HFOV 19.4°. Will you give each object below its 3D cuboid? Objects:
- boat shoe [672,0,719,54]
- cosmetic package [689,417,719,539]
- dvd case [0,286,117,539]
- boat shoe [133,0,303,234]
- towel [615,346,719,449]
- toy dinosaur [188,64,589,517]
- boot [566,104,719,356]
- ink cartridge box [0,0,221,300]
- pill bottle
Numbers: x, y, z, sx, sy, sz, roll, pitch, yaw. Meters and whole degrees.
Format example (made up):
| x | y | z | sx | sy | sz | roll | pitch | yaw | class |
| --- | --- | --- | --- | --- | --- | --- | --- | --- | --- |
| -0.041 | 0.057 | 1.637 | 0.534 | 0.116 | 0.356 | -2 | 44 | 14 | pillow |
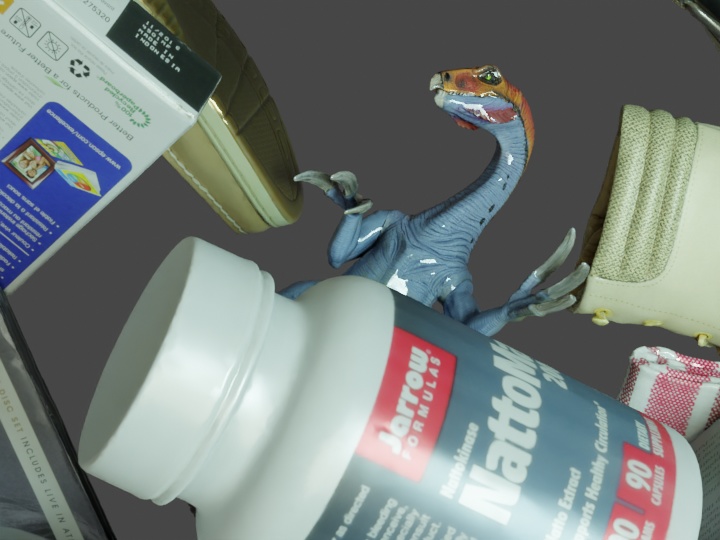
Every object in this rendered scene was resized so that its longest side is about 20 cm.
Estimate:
| x | y | z | sx | sy | sz | roll | pitch | yaw | class |
| --- | --- | --- | --- | --- | --- | --- | --- | --- | --- |
| 0.138 | -0.142 | 0.835 | 0.200 | 0.073 | 0.075 | 42 | 97 | -14 | boat shoe |
| 0.137 | 0.139 | 0.767 | 0.071 | 0.200 | 0.101 | 38 | 121 | -9 | cosmetic package |
| -0.212 | 0.102 | 0.877 | 0.200 | 0.016 | 0.149 | -19 | 107 | 10 | dvd case |
| -0.097 | -0.091 | 0.833 | 0.066 | 0.074 | 0.200 | -30 | 106 | 18 | boat shoe |
| 0.193 | 0.114 | 0.874 | 0.200 | 0.030 | 0.147 | 14 | 120 | 5 | towel |
| 0.000 | 0.000 | 0.869 | 0.105 | 0.200 | 0.182 | 46 | 60 | -10 | toy dinosaur |
| 0.162 | 0.031 | 0.886 | 0.155 | 0.073 | 0.200 | 7 | 116 | 0 | boot |
| -0.147 | -0.047 | 0.820 | 0.095 | 0.037 | 0.200 | 40 | 132 | -14 | ink cartridge box |
| 0.008 | 0.071 | 0.751 | 0.200 | 0.120 | 0.120 | 26 | 101 | -14 | pill bottle |
